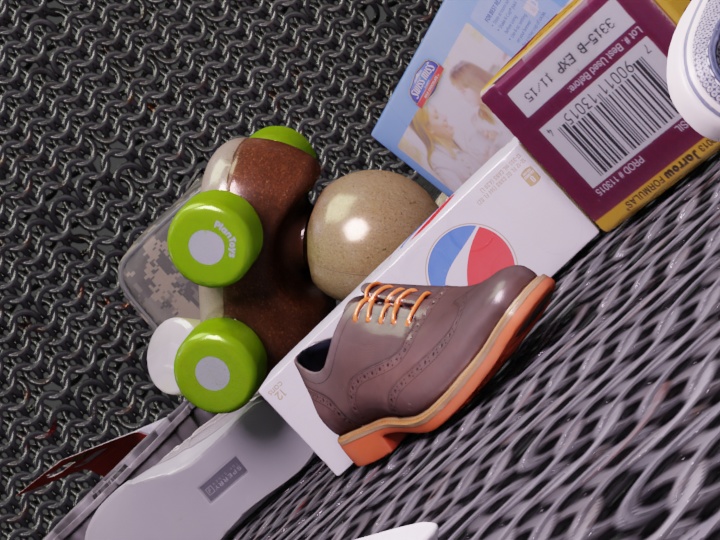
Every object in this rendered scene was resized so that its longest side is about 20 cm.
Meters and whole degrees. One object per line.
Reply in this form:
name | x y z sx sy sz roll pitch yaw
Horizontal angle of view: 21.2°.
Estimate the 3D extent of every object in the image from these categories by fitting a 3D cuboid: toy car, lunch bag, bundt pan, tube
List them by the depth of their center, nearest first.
toy car | 0.000 0.000 1.193 0.164 0.198 0.159 -57 -31 -65
tube | -0.062 0.066 1.335 0.058 0.052 0.199 6 -2 41
bundt pan | -0.162 0.182 1.424 0.202 0.076 0.202 -43 3 3
lunch bag | -0.079 0.010 1.514 0.139 0.200 0.168 -42 4 13

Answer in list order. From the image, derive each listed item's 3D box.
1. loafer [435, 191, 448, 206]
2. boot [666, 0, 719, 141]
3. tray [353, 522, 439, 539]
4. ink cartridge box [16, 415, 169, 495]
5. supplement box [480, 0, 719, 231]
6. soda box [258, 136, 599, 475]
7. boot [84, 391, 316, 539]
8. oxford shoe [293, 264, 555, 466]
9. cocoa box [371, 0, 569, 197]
loafer | 0.123 -0.083 1.360 0.201 0.075 0.068 -53 3 8
boot | 0.214 -0.139 0.828 0.200 0.073 0.090 -45 -3 -25
tray | -0.030 0.143 0.704 0.107 0.022 0.200 -44 3 -20
ink cartridge box | -0.173 0.156 1.614 0.199 0.057 0.162 -26 -5 -28
supplement box | 0.175 -0.134 1.001 0.200 0.103 0.131 -45 2 -41
soda box | 0.038 0.018 1.065 0.200 0.068 0.064 -44 3 9
boot | -0.089 0.136 1.278 0.199 0.074 0.096 -34 0 20
oxford shoe | 0.024 0.037 0.952 0.071 0.073 0.200 -45 3 -37
cocoa box | 0.118 -0.136 1.191 0.131 0.133 0.200 -48 -7 -39
